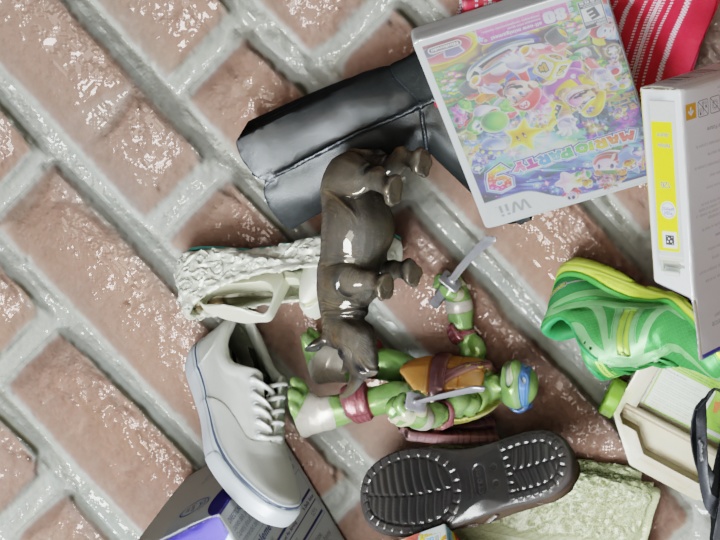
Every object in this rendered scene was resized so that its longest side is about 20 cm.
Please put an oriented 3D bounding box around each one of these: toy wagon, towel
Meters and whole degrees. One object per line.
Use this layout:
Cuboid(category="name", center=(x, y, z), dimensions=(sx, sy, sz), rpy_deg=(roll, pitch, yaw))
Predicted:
Cuboid(category="toy wagon", center=(0.293, 0.087, 1.711), dimensions=(0.154, 0.040, 0.201), rpy_deg=(28, 109, 2))
Cuboid(category="towel", center=(0.162, -0.166, 1.590), dimensions=(0.198, 0.023, 0.145), rpy_deg=(-5, 150, -10))
Cuboid(category="towel", center=(0.144, 0.222, 1.782), dimensions=(0.198, 0.036, 0.149), rpy_deg=(9, 107, 9))

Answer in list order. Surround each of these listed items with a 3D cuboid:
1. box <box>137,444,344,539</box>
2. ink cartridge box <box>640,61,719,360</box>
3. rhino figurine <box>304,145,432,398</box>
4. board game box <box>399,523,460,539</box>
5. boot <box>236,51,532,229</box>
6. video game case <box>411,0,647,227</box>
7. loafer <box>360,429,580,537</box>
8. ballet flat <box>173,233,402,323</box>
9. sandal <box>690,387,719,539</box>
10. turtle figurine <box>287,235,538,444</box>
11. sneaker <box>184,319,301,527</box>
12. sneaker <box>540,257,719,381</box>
Cuboid(category="box", center=(-0.083, 0.267, 1.765), dimensions=(0.104, 0.184, 0.201), rpy_deg=(-27, 99, 19))
Cuboid(category="ink cartridge box", center=(0.286, -0.058, 1.593), dimensions=(0.047, 0.197, 0.202), rpy_deg=(10, 111, 41))
Cuboid(category="rhino figurine", center=(0.000, 0.000, 1.650), dimensions=(0.087, 0.060, 0.202), rpy_deg=(11, 96, 42))
Cuboid(category="board game box", center=(0.078, 0.312, 1.735), dimensions=(0.103, 0.105, 0.200), rpy_deg=(-23, 133, 23))
Cuboid(category="boot", center=(0.020, -0.079, 1.701), dimensions=(0.199, 0.066, 0.166), rpy_deg=(-24, 94, 15))
Cuboid(category="video game case", center=(0.133, -0.122, 1.575), dimensions=(0.142, 0.018, 0.201), rpy_deg=(-16, 135, 9))
Cuboid(category="loafer", center=(0.093, 0.180, 1.725), dimensions=(0.199, 0.071, 0.074), rpy_deg=(-11, 71, 29))
Cuboid(category="ballet flat", center=(-0.059, 0.013, 1.742), dimensions=(0.199, 0.072, 0.072), rpy_deg=(-5, 105, 17))
Cuboid(category="sandal", center=(0.278, 0.159, 1.672), dimensions=(0.043, 0.076, 0.202), rpy_deg=(4, 107, 8))
Cuboid(category="turtle figurine", center=(0.037, 0.062, 1.704), dimensions=(0.193, 0.200, 0.145), rpy_deg=(-7, 71, 17))
Cuboid(category="sneaker", center=(-0.090, 0.116, 1.725), dimensions=(0.073, 0.201, 0.071), rpy_deg=(12, 127, -39))
Cuboid(category="sneaker", center=(0.218, 0.054, 1.649), dimensions=(0.074, 0.200, 0.084), rpy_deg=(33, 84, -39))
